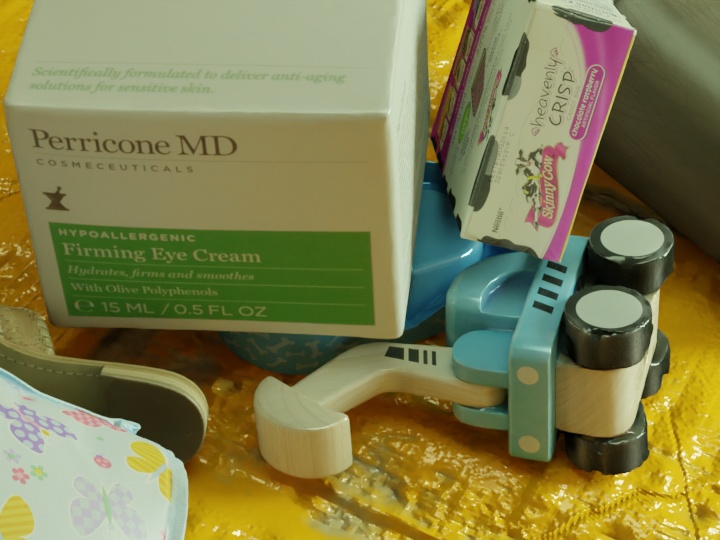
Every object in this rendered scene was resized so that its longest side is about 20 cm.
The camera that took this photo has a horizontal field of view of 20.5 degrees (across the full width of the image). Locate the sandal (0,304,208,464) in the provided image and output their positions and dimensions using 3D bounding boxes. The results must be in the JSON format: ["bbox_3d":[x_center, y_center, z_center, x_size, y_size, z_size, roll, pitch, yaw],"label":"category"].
[{"bbox_3d":[-0.184,0.054,1.065,0.211,0.078,0.070,13,21,-5],"label":"sandal"}]

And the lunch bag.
[{"bbox_3d":[-0.174,0.133,0.891,0.169,0.127,0.200,26,44,-22],"label":"lunch bag"}]

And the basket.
[{"bbox_3d":[0.238,-0.068,1.220,0.136,0.180,0.200,-47,66,5],"label":"basket"}]

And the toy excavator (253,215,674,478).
[{"bbox_3d":[0.061,0.052,1.097,0.200,0.100,0.195,7,38,16],"label":"toy excavator"}]

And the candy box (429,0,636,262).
[{"bbox_3d":[0.094,-0.103,1.139,0.061,0.137,0.200,14,19,-7],"label":"candy box"}]

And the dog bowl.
[{"bbox_3d":[0.000,0.000,1.162,0.200,0.050,0.112,-18,48,-27],"label":"dog bowl"}]

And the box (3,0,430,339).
[{"bbox_3d":[-0.067,-0.090,1.075,0.199,0.172,0.200,2,46,5],"label":"box"}]
